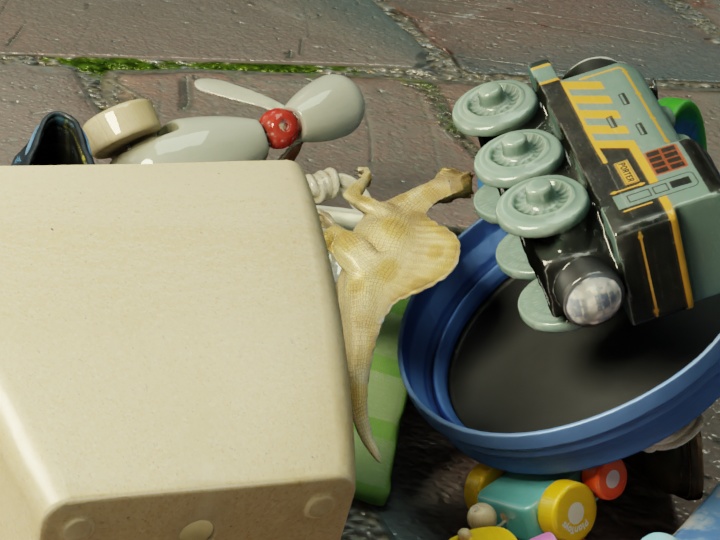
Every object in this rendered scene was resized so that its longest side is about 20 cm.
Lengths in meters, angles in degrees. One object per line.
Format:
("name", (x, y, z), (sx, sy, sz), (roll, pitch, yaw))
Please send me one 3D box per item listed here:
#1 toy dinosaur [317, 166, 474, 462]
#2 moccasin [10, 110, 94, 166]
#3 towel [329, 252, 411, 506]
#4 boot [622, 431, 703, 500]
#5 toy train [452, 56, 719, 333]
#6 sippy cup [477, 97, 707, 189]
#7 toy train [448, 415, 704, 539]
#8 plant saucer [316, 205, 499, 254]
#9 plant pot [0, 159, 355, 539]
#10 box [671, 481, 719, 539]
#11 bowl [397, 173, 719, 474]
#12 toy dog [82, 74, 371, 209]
("toy dinosaur", (0.000, 0.000, 1.077), (0.101, 0.058, 0.201), (7, 49, 21))
("moccasin", (-0.182, -0.030, 1.185), (0.080, 0.069, 0.200), (5, 28, -19))
("towel", (-0.068, 0.037, 1.109), (0.199, 0.031, 0.150), (20, 55, -8))
("boot", (0.124, 0.082, 1.148), (0.096, 0.075, 0.200), (-5, 16, -8))
("toy train", (0.117, -0.043, 1.046), (0.113, 0.086, 0.200), (-16, 33, -1))
("sippy cup", (0.153, -0.054, 1.393), (0.130, 0.178, 0.140), (9, 63, 25))
("toy train", (0.110, 0.137, 0.983), (0.149, 0.056, 0.200), (-11, 20, 16))
("plant saucer", (0.021, 0.005, 1.235), (0.199, 0.051, 0.200), (11, -6, 1))
("plant pot", (-0.104, 0.085, 0.907), (0.199, 0.201, 0.177), (-3, 39, -26))
("box", (0.232, 0.147, 1.057), (0.121, 0.048, 0.200), (19, 26, 23))
("bowl", (0.116, 0.023, 1.062), (0.200, 0.039, 0.201), (-20, 36, 15))
("toy dog", (-0.096, -0.070, 1.366), (0.199, 0.133, 0.096), (1, -14, -29))
